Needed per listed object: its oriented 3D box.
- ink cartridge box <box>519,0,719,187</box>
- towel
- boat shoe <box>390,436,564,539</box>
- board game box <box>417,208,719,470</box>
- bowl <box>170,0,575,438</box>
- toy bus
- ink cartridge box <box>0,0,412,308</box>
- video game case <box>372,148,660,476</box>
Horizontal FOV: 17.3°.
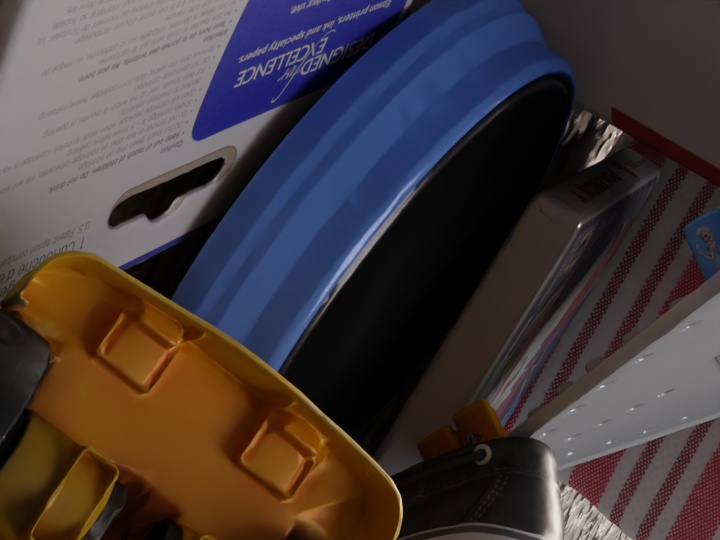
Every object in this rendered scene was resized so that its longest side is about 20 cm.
[{"bbox_3d":[0.149,-0.073,0.882,0.083,0.147,0.200,-61,155,9],"label":"ink cartridge box"},{"bbox_3d":[0.147,0.047,0.966,0.030,0.200,0.147,14,109,-53],"label":"towel"},{"bbox_3d":[-0.007,0.104,0.802,0.069,0.200,0.057,32,54,-36],"label":"boat shoe"},{"bbox_3d":[0.141,0.010,0.796,0.200,0.026,0.200,-14,161,-36],"label":"board game box"},{"bbox_3d":[0.000,0.000,0.767,0.201,0.039,0.201,-49,167,-15],"label":"bowl"},{"bbox_3d":[-0.106,0.107,0.618,0.200,0.136,0.192,-56,-165,-16],"label":"toy bus"},{"bbox_3d":[-0.038,-0.087,0.618,0.198,0.047,0.200,-29,155,-50],"label":"ink cartridge box"},{"bbox_3d":[0.044,0.048,0.916,0.200,0.023,0.182,-60,170,16],"label":"video game case"}]
